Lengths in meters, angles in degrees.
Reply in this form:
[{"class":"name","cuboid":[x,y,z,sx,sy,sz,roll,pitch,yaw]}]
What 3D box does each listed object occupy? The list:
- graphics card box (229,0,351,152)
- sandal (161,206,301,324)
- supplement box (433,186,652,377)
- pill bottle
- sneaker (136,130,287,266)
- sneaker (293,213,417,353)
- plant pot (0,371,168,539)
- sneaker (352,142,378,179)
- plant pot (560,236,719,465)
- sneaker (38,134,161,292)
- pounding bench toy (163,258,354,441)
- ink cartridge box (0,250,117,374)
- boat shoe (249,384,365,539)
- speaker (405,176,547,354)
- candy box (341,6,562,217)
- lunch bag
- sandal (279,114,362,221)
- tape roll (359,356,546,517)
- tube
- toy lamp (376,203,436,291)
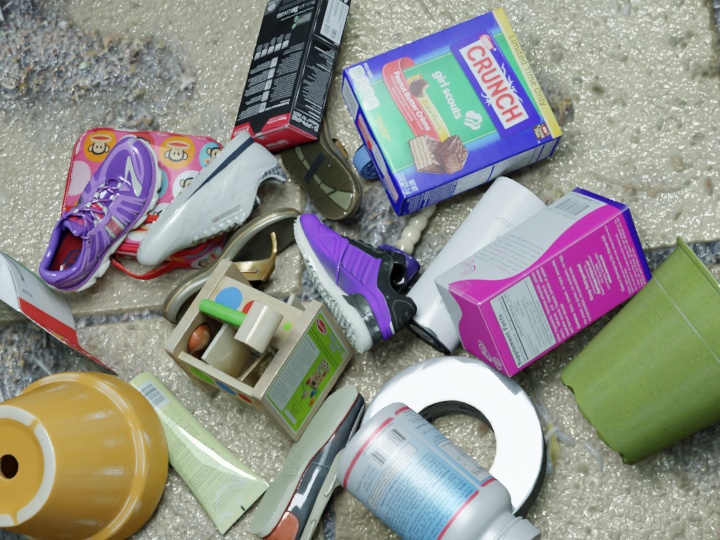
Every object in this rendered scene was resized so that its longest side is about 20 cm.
[{"class":"graphics card box","cuboid":[-0.084,-0.243,1.683,0.125,0.051,0.200,-11,62,51]},{"class":"sandal","cuboid":[-0.141,0.004,1.624,0.200,0.080,0.054,-39,66,0]},{"class":"supplement box","cuboid":[0.197,0.010,1.503,0.200,0.103,0.101,-31,26,-14]},{"class":"pill bottle","cuboid":[0.080,0.232,1.412,0.200,0.109,0.109,39,82,21]},{"class":"sneaker","cuboid":[-0.171,-0.069,1.591,0.081,0.076,0.200,46,74,-9]},{"class":"sneaker","cuboid":[0.000,0.000,1.559,0.099,0.070,0.200,-27,52,-7]},{"class":"plant pot","cuboid":[-0.337,0.207,1.509,0.200,0.183,0.200,-2,85,18]},{"class":"sneaker","cuboid":[0.063,-0.188,1.661,0.200,0.070,0.078,-35,66,-10]},{"class":"plant pot","cuboid":[0.317,0.099,1.456,0.190,0.200,0.200,-37,68,10]},{"class":"sneaker","cuboid":[-0.298,-0.062,1.598,0.081,0.083,0.200,29,91,13]},{"class":"pounding bench toy","cuboid":[-0.127,0.067,1.520,0.156,0.200,0.124,25,72,27]},{"class":"ink cartridge box","cuboid":[-0.370,0.035,1.614,0.200,0.161,0.050,30,82,19]},{"class":"boat shoe","cuboid":[-0.046,0.220,1.538,0.063,0.071,0.200,38,70,-19]},{"class":"speaker","cuboid":[0.129,-0.007,1.573,0.081,0.081,0.200,34,80,20]},{"class":"candy box","cuboid":[0.102,-0.179,1.582,0.200,0.077,0.169,-23,79,-11]},{"class":"lunch bag","cuboid":[-0.256,-0.076,1.678,0.200,0.082,0.176,6,77,12]},{"class":"sandal","cuboid":[-0.039,-0.129,1.655,0.082,0.055,0.200,-53,45,21]},{"class":"tape roll","cuboid":[0.100,0.197,1.514,0.200,0.066,0.200,-4,70,11]},{"class":"tube","cuboid":[-0.194,0.201,1.584,0.200,0.058,0.052,44,45,19]},{"class":"toy lamp","cuboid":[0.068,-0.062,1.618,0.058,0.058,0.200,22,76,18]}]
